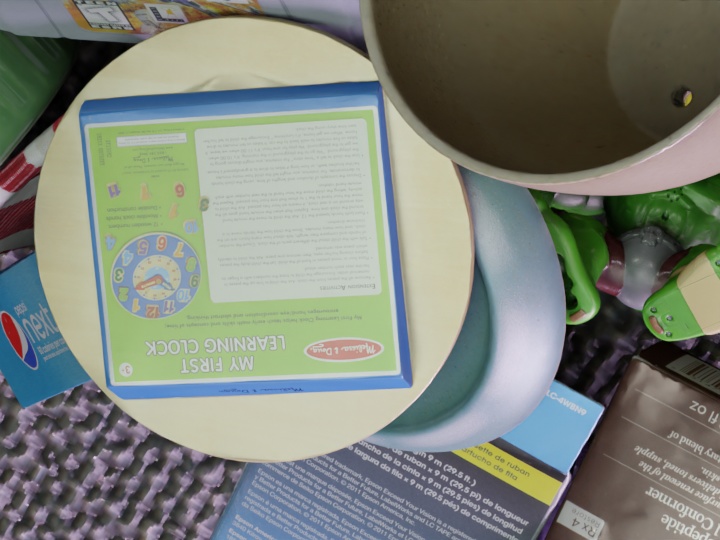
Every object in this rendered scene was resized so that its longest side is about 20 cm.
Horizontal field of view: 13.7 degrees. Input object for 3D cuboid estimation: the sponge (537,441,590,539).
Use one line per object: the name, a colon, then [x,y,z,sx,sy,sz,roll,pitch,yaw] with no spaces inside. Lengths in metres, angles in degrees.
sponge: [0.030,0.087,1.518,0.200,0.030,0.112,38,122,-2]

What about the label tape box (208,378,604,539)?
label tape box: [0.025,0.095,1.470,0.143,0.066,0.200,29,120,6]

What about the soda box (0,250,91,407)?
soda box: [-0.131,0.014,1.452,0.068,0.064,0.200,60,157,-3]

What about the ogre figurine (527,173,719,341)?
ogre figurine: [0.134,-0.016,1.373,0.200,0.120,0.098,2,115,19]

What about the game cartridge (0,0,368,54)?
game cartridge: [-0.089,-0.137,1.287,0.200,0.133,0.042,5,75,15]

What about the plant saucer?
plant saucer: [0.000,0.000,1.359,0.200,0.027,0.200,19,126,28]

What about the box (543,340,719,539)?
box: [0.139,0.145,1.440,0.100,0.075,0.200,27,104,15]

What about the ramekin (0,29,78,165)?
ramekin: [-0.227,-0.077,1.434,0.098,0.200,0.200,43,123,-14]

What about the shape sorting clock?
shape sorting clock: [-0.047,-0.013,1.314,0.200,0.039,0.200,2,100,14]

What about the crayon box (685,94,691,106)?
crayon box: [0.070,-0.133,1.377,0.200,0.051,0.127,0,116,20]

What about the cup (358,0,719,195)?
cup: [0.121,-0.113,1.236,0.200,0.143,0.201,-10,71,30]

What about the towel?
towel: [-0.131,-0.054,1.437,0.200,0.144,0.023,-38,84,31]
